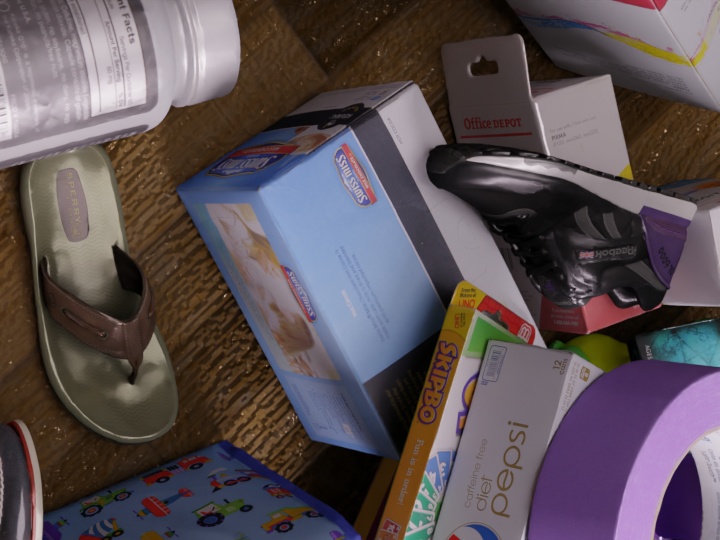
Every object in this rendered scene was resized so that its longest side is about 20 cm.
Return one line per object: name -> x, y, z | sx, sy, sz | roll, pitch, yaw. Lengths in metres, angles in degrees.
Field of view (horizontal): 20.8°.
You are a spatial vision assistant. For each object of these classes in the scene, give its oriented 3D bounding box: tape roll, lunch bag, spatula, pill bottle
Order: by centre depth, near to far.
tape roll -> 0.185, 0.155, 1.144 | 0.199, 0.065, 0.202 | -3, 95, -44
pill bottle -> -0.179, -0.128, 1.166 | 0.199, 0.114, 0.115 | -17, 99, -25
lunch bag -> -0.096, 0.179, 1.170 | 0.150, 0.200, 0.095 | -22, 101, -24
spatula -> 0.170, 0.149, 1.307 | 0.020, 0.199, 0.057 | -3, 89, -39

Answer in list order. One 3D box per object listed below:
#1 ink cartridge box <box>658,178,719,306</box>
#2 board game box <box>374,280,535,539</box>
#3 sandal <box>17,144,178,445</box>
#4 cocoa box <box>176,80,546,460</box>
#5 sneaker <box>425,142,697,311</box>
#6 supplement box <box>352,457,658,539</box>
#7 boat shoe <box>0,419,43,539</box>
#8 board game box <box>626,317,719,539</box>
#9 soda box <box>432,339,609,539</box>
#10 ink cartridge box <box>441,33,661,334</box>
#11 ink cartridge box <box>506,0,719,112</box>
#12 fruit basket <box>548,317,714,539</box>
ink cartridge box -> 0.247, -0.021, 1.330 | 0.115, 0.200, 0.068 | -17, 99, -30
board game box -> 0.061, 0.114, 1.174 | 0.095, 0.030, 0.201 | 32, 69, -48
sandal -> -0.164, 0.014, 1.210 | 0.079, 0.057, 0.202 | -20, 101, -24
cocoa box -> 0.000, 0.000, 1.248 | 0.131, 0.133, 0.201 | -34, 107, -23
sneaker -> 0.124, -0.022, 1.210 | 0.199, 0.076, 0.088 | 13, 91, -31
supplement box -> 0.105, 0.195, 1.258 | 0.131, 0.199, 0.104 | 33, 77, -41
boat shoe -> -0.232, 0.189, 1.179 | 0.062, 0.071, 0.202 | 5, 94, -24
board game box -> 0.266, 0.129, 1.306 | 0.134, 0.028, 0.201 | -11, 80, -8
soda box -> 0.090, 0.147, 1.144 | 0.068, 0.063, 0.201 | 28, 76, -48
ink cartridge box -> 0.126, -0.065, 1.319 | 0.067, 0.116, 0.201 | -19, 101, -25
ink cartridge box -> 0.181, -0.220, 1.283 | 0.146, 0.144, 0.200 | -64, 147, -10
fruit basket -> 0.223, 0.119, 1.370 | 0.215, 0.155, 0.217 | -13, 110, -38
